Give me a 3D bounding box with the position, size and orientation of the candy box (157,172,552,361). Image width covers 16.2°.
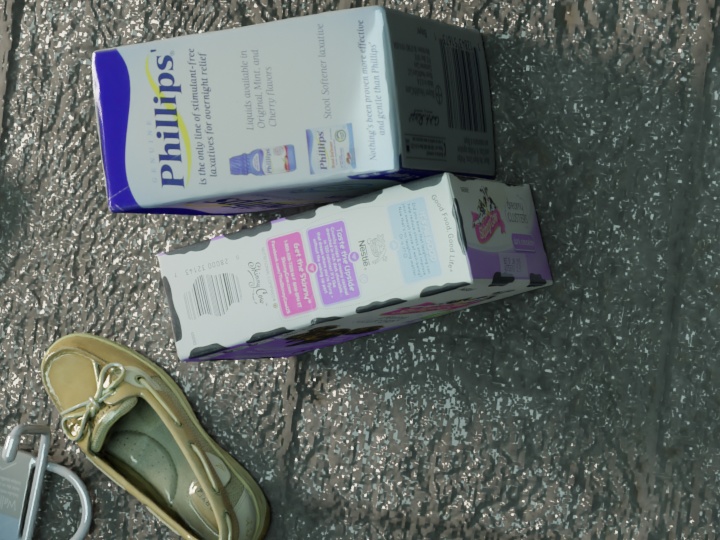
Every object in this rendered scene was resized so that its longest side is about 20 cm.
[{"bbox_3d":[0.000,0.000,1.589,0.199,0.168,0.072,-16,83,21],"label":"candy box"}]

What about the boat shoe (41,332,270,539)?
[{"bbox_3d":[-0.147,0.116,1.700,0.201,0.063,0.073,46,104,16],"label":"boat shoe"}]

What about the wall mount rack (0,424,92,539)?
[{"bbox_3d":[-0.292,0.177,1.750,0.199,0.075,0.174,14,95,22],"label":"wall mount rack"}]

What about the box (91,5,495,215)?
[{"bbox_3d":[-0.039,-0.097,1.600,0.199,0.184,0.105,-6,88,22],"label":"box"}]
